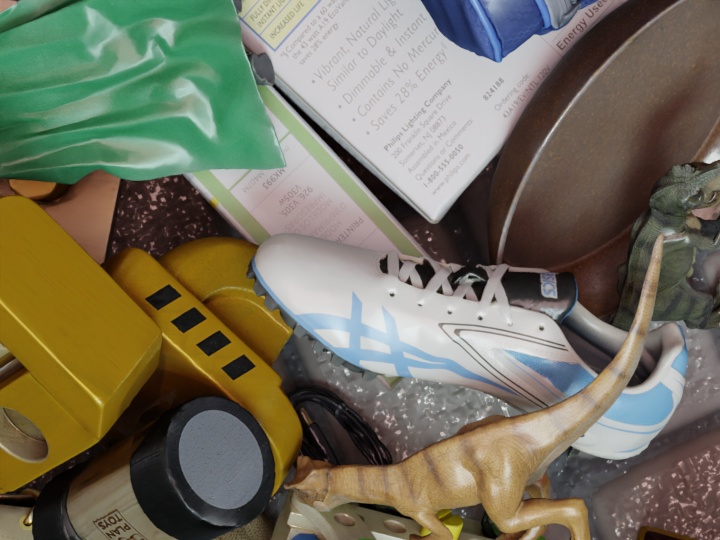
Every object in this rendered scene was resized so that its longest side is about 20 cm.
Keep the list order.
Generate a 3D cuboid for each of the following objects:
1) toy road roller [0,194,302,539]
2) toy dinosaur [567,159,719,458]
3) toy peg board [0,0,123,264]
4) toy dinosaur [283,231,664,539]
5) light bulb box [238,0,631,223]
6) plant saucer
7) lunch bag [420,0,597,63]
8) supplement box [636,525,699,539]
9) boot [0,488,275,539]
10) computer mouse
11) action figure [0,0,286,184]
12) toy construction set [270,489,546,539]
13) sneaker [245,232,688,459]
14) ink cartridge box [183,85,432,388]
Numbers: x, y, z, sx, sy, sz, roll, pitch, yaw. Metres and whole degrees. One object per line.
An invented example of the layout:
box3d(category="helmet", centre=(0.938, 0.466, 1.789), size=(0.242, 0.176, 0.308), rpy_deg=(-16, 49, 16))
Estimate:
box3d(category="toy road roller", centre=(-0.111, 0.031, 1.050), size=(0.200, 0.123, 0.146), rpy_deg=(44, 50, -14))
box3d(category="toy dinosaur", centre=(0.152, 0.004, 1.148), size=(0.088, 0.201, 0.048), rpy_deg=(-20, 54, -32))
box3d(category="toy peg board", centre=(-0.217, -0.038, 1.134), size=(0.198, 0.098, 0.201), rpy_deg=(12, 91, -2))
box3d(category="toy dinosaur", centre=(0.063, 0.079, 1.004), size=(0.199, 0.061, 0.106), rpy_deg=(-25, 121, 17))
box3d(category="light bulb box", centre=(0.025, -0.160, 1.124), size=(0.200, 0.125, 0.198), rpy_deg=(43, 91, -1))
box3d(category="plant saucer", centre=(0.128, -0.060, 1.112), size=(0.200, 0.200, 0.034), rpy_deg=(-46, 60, 0))
box3d(category="lunch bag", centre=(0.053, -0.161, 0.963), size=(0.132, 0.200, 0.136), rpy_deg=(-34, 97, 2))
box3d(category="supplement box", centre=(0.216, 0.218, 1.101), size=(0.196, 0.200, 0.134), rpy_deg=(16, 91, -2))
box3d(category="boot", centre=(-0.141, 0.110, 1.134), size=(0.155, 0.073, 0.200), rpy_deg=(-39, 109, 2))
box3d(category="computer mouse", centre=(0.014, 0.148, 1.183), size=(0.058, 0.034, 0.201), rpy_deg=(-24, 87, 16))
box3d(category="action figure", centre=(-0.140, -0.081, 1.066), size=(0.199, 0.055, 0.119), rpy_deg=(-13, 103, 14))
box3d(category="toy construction set", centre=(0.034, 0.154, 1.091), size=(0.199, 0.131, 0.092), rpy_deg=(29, 108, -16))
box3d(category="sneaker", centre=(0.048, 0.019, 1.047), size=(0.199, 0.072, 0.073), rpy_deg=(20, 116, -9))
box3d(category="ink cartridge box", centre=(0.000, 0.000, 1.138), size=(0.059, 0.104, 0.200), rpy_deg=(-44, 93, 0))
